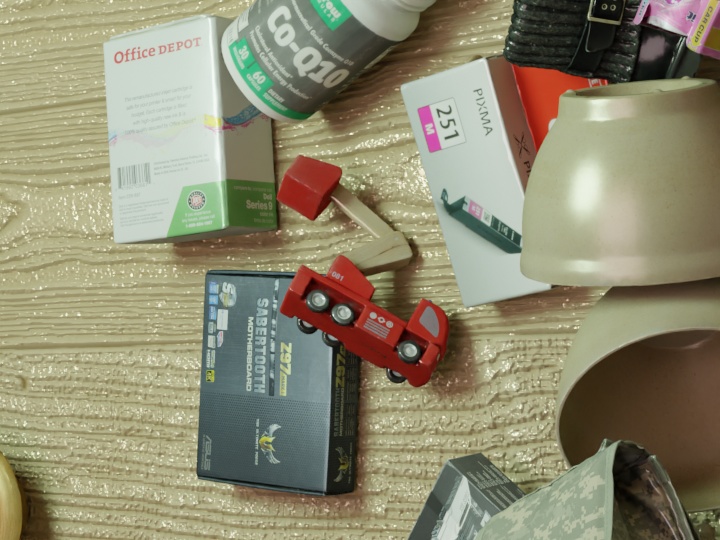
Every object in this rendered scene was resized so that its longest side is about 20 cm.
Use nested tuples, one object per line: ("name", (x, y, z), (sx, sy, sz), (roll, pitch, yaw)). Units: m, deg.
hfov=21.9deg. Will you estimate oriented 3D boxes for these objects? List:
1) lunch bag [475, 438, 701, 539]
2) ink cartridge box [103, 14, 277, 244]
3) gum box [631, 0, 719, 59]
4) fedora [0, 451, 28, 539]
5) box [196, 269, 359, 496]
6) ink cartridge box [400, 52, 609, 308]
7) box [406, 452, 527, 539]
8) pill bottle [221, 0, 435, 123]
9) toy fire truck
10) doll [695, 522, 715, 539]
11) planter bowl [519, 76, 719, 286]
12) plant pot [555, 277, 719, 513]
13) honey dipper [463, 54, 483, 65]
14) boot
("lunch bag", (0.167, 0.240, 1.359), (0.164, 0.117, 0.201), (-39, 45, 44))
("ink cartridge box", (-0.162, -0.131, 1.769), (0.145, 0.087, 0.201), (-7, 87, 36))
("gum box", (0.286, -0.211, 1.362), (0.066, 0.200, 0.114), (31, 106, 33))
("fedora", (-0.414, 0.256, 1.954), (0.200, 0.082, 0.202), (-2, 87, 31))
("box", (-0.076, 0.101, 1.722), (0.157, 0.051, 0.201), (3, 91, 36))
("ink cartridge box", (0.137, -0.082, 1.543), (0.173, 0.043, 0.201), (-14, 93, 39))
("box", (0.120, 0.274, 1.529), (0.200, 0.050, 0.158), (42, 121, 32))
("pill bottle", (-0.020, -0.229, 1.646), (0.200, 0.113, 0.113), (-37, 68, 30))
("toy fire truck", (0.000, 0.000, 1.640), (0.199, 0.141, 0.049), (28, 149, 2))
("doll", (0.247, 0.238, 1.475), (0.200, 0.048, 0.137), (51, 138, 23))
("planter bowl", (0.215, -0.073, 1.399), (0.199, 0.200, 0.136), (2, 103, 37))
("plant pot", (0.246, 0.069, 1.417), (0.200, 0.200, 0.135), (-37, 31, 30))
("honey dipper", (0.170, -0.129, 1.554), (0.200, 0.038, 0.038), (28, 106, 30))
("boot", (0.209, -0.242, 1.450), (0.157, 0.079, 0.212), (19, 99, 3))
